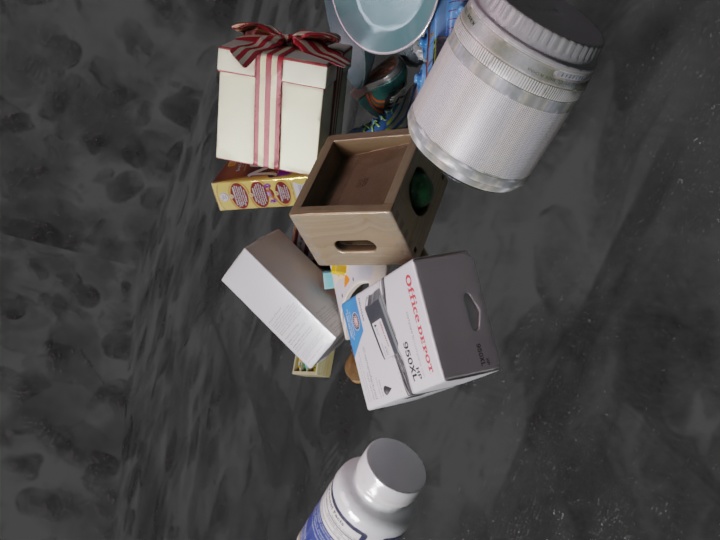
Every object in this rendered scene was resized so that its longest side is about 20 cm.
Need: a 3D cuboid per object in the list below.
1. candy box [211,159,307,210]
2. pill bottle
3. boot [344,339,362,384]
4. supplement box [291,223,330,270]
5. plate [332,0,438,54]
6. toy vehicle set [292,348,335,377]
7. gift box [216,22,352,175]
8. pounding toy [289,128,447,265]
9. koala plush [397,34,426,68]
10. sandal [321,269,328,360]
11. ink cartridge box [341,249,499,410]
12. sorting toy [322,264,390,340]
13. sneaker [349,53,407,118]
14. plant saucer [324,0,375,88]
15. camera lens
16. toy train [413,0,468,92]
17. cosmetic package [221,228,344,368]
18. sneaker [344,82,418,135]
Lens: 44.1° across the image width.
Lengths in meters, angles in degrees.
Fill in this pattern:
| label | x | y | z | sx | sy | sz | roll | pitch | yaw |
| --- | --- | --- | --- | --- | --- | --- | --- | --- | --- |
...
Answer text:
| label | x | y | z | sx | sy | sz | roll | pitch | yaw |
| --- | --- | --- | --- | --- | --- | --- | --- | --- | --- |
| candy box | -0.126 | -0.152 | 1.424 | 0.117 | 0.197 | 0.057 | -69 | -30 | -53 |
| pill bottle | 0.002 | 0.305 | 1.110 | 0.201 | 0.110 | 0.112 | -61 | 26 | 32 |
| boot | 0.011 | 0.103 | 1.270 | 0.200 | 0.075 | 0.074 | 131 | 144 | -52 |
| supplement box | -0.066 | -0.103 | 1.500 | 0.201 | 0.084 | 0.111 | -89 | 10 | -57 |
| plate | 0.038 | -0.399 | 1.213 | 0.199 | 0.025 | 0.203 | 13 | 110 | 40 |
| toy vehicle set | -0.069 | 0.084 | 1.541 | 0.124 | 0.026 | 0.203 | 165 | 117 | -66 |
| gift box | -0.107 | -0.256 | 1.295 | 0.200 | 0.182 | 0.189 | -72 | -10 | -66 |
| pounding toy | 0.035 | -0.074 | 1.195 | 0.198 | 0.143 | 0.185 | 0 | 50 | 30 |
| koala plush | 0.088 | -0.407 | 1.334 | 0.177 | 0.181 | 0.203 | -153 | 57 | -77 |
| sandal | -0.091 | 0.057 | 1.478 | 0.050 | 0.081 | 0.205 | 121 | 149 | -62 |
| ink cartridge box | 0.067 | 0.076 | 1.076 | 0.200 | 0.083 | 0.146 | -35 | 67 | 59 |
| sorting toy | 0.000 | 0.000 | 1.307 | 0.182 | 0.106 | 0.201 | -93 | 27 | -44 |
| sneaker | 0.046 | -0.286 | 1.418 | 0.071 | 0.080 | 0.200 | -47 | 12 | -7 |
| plant saucer | -0.011 | -0.385 | 1.372 | 0.201 | 0.038 | 0.204 | 163 | 90 | -79 |
| camera lens | 0.155 | -0.201 | 0.985 | 0.201 | 0.158 | 0.161 | -60 | 26 | 33 |
| toy train | 0.126 | -0.316 | 1.201 | 0.114 | 0.085 | 0.203 | 148 | 127 | -79 |
| cosmetic package | -0.104 | 0.041 | 1.384 | 0.081 | 0.200 | 0.113 | -51 | -9 | 30 |
| sneaker | 0.033 | -0.207 | 1.366 | 0.076 | 0.104 | 0.202 | -112 | 41 | -56 |
